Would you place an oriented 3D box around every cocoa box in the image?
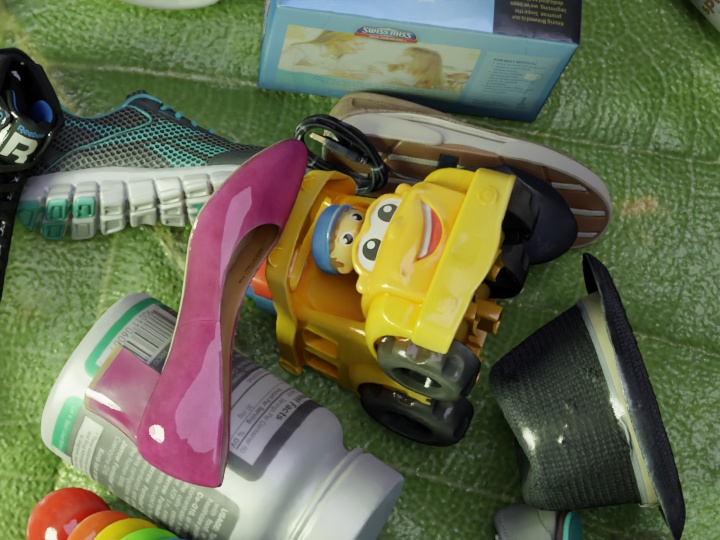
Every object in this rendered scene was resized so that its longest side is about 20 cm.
[{"bbox_3d":[0.038,-0.191,1.231,0.199,0.133,0.132,6,71,-7],"label":"cocoa box"}]

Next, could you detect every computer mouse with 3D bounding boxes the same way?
[{"bbox_3d":[0.049,-0.049,1.193,0.199,0.059,0.034,18,39,-11],"label":"computer mouse"}]

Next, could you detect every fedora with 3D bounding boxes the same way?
[{"bbox_3d":[0.131,0.086,1.134,0.091,0.201,0.202,-17,74,4],"label":"fedora"}]

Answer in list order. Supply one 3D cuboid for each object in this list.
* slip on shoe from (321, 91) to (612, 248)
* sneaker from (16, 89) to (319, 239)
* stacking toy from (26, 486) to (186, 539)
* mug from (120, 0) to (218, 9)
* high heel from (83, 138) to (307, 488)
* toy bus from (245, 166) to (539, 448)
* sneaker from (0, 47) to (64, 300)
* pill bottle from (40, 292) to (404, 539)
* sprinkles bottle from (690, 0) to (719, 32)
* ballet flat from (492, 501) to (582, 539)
[{"bbox_3d":[0.072,-0.070,1.237,0.199,0.076,0.061,11,40,-6],"label":"slip on shoe"},{"bbox_3d":[-0.124,-0.076,1.203,0.199,0.078,0.092,-2,68,-11],"label":"sneaker"},{"bbox_3d":[-0.126,0.179,1.075,0.085,0.086,0.199,-46,39,-19],"label":"stacking toy"},{"bbox_3d":[-0.149,-0.269,1.237,0.199,0.148,0.177,-1,77,23],"label":"mug"},{"bbox_3d":[-0.065,0.022,1.048,0.096,0.067,0.200,30,73,21],"label":"high heel"},{"bbox_3d":[0.000,0.000,1.135,0.191,0.200,0.136,22,70,8],"label":"toy bus"},{"bbox_3d":[-0.231,-0.046,1.128,0.073,0.112,0.201,18,58,-38],"label":"sneaker"},{"bbox_3d":[-0.081,0.110,1.113,0.199,0.113,0.113,33,70,11],"label":"pill bottle"},{"bbox_3d":[0.252,-0.217,1.308,0.068,0.068,0.200,-39,82,-18],"label":"sprinkles bottle"},{"bbox_3d":[0.107,0.241,1.146,0.063,0.067,0.201,-7,70,18],"label":"ballet flat"}]
